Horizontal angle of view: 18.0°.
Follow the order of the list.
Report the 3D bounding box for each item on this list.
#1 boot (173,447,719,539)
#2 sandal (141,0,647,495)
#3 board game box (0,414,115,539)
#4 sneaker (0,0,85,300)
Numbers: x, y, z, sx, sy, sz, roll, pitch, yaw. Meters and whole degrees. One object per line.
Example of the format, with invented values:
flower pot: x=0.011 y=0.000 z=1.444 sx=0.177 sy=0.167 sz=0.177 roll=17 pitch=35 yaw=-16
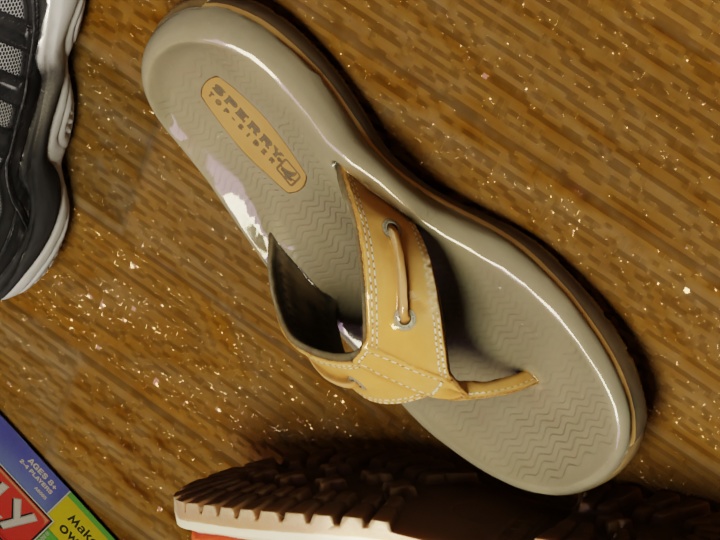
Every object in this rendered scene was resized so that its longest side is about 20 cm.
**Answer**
boot: x=0.025 y=0.118 z=0.731 sx=0.199 sy=0.075 sz=0.108 roll=10 pitch=109 yaw=28
sandal: x=0.000 y=0.000 z=0.700 sx=0.200 sy=0.054 sz=0.080 roll=45 pitch=133 yaw=1
board game box: x=-0.182 y=0.086 z=0.824 sx=0.200 sy=0.135 sz=0.029 roll=47 pitch=133 yaw=-2
sneaker: x=-0.147 y=-0.055 z=0.721 sx=0.075 sy=0.114 sz=0.201 roll=20 pitch=128 yaw=22
